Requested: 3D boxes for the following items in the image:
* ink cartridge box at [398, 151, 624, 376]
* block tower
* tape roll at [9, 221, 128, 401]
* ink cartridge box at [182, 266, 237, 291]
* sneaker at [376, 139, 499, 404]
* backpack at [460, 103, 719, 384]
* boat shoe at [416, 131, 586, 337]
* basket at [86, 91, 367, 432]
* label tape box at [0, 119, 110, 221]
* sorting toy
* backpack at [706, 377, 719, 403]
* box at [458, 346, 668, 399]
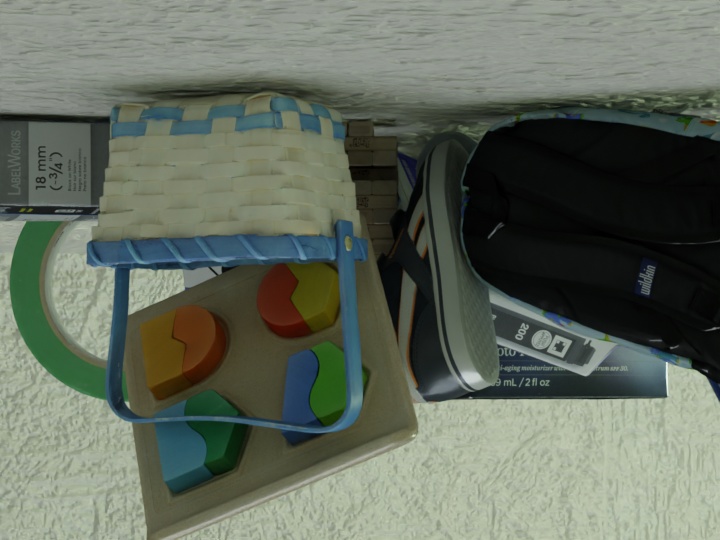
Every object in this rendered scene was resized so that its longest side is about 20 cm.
[{"bbox_3d":[0.115,0.000,1.412,0.198,0.044,0.199,20,-156,-22],"label":"ink cartridge box"},{"bbox_3d":[0.000,0.000,1.300,0.053,0.203,0.058,0,178,3],"label":"block tower"},{"bbox_3d":[-0.199,0.011,1.610,0.198,0.203,0.048,0,178,-2],"label":"tape roll"},{"bbox_3d":[-0.075,-0.003,1.312,0.093,0.202,0.044,6,-145,13],"label":"ink cartridge box"},{"bbox_3d":[0.043,0.000,1.246,0.079,0.201,0.078,-22,133,25],"label":"sneaker"},{"bbox_3d":[0.160,-0.030,1.197,0.198,0.165,0.154,8,-168,13],"label":"backpack"},{"bbox_3d":[0.126,-0.020,1.333,0.202,0.075,0.086,41,-170,30],"label":"boat shoe"},{"bbox_3d":[-0.076,-0.004,1.142,0.175,0.203,0.139,2,176,25],"label":"basket"},{"bbox_3d":[-0.248,-0.069,1.321,0.198,0.064,0.144,0,177,-16],"label":"label tape box"},{"bbox_3d":[-0.066,0.062,1.187,0.184,0.201,0.037,-24,135,11],"label":"sorting toy"},{"bbox_3d":[0.328,0.053,1.267,0.181,0.202,0.147,-12,153,-18],"label":"backpack"},{"bbox_3d":[0.153,0.012,1.618,0.198,0.201,0.123,1,175,-24],"label":"box"}]
